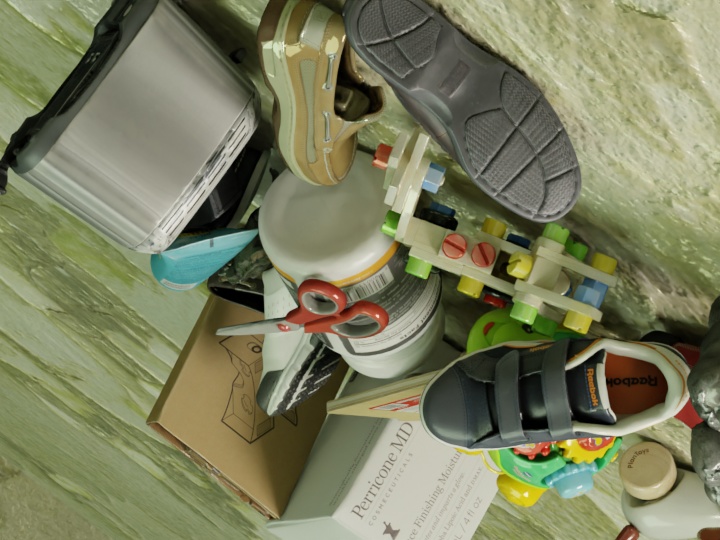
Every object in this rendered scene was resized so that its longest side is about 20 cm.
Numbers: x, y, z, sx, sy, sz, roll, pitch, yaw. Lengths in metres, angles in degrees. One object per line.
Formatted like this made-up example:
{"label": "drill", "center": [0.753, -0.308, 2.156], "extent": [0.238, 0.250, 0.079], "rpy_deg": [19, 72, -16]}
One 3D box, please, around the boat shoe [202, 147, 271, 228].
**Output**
{"label": "boat shoe", "center": [-0.125, -0.069, 1.744], "extent": [0.060, 0.076, 0.200], "rpy_deg": [29, 162, -9]}

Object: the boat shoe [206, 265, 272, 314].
{"label": "boat shoe", "center": [-0.050, 0.035, 1.894], "extent": [0.200, 0.073, 0.075], "rpy_deg": [25, 161, 20]}

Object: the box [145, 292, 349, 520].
{"label": "box", "center": [-0.099, 0.107, 1.960], "extent": [0.163, 0.200, 0.021], "rpy_deg": [41, 146, -25]}

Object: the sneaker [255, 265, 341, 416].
{"label": "sneaker", "center": [-0.053, 0.038, 1.820], "extent": [0.080, 0.074, 0.200], "rpy_deg": [35, 122, 21]}

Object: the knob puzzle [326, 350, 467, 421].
{"label": "knob puzzle", "center": [0.102, 0.096, 1.775], "extent": [0.220, 0.030, 0.220], "rpy_deg": [-5, 166, -1]}

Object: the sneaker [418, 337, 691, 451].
{"label": "sneaker", "center": [0.139, 0.086, 1.503], "extent": [0.200, 0.078, 0.079], "rpy_deg": [-10, 179, 4]}

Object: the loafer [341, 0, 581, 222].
{"label": "loafer", "center": [0.066, -0.113, 1.363], "extent": [0.200, 0.072, 0.063], "rpy_deg": [44, 179, -16]}

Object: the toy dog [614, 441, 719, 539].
{"label": "toy dog", "center": [0.295, 0.226, 1.805], "extent": [0.200, 0.096, 0.132], "rpy_deg": [11, 153, 47]}

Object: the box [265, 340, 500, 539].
{"label": "box", "center": [0.037, 0.185, 1.943], "extent": [0.131, 0.199, 0.200], "rpy_deg": [34, 162, -12]}

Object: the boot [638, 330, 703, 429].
{"label": "boot", "center": [0.284, 0.123, 1.605], "extent": [0.144, 0.072, 0.200], "rpy_deg": [15, 148, 42]}

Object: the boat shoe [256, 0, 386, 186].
{"label": "boat shoe", "center": [-0.019, -0.116, 1.472], "extent": [0.076, 0.072, 0.200], "rpy_deg": [13, 157, 16]}

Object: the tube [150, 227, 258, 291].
{"label": "tube", "center": [-0.135, -0.014, 1.698], "extent": [0.200, 0.077, 0.050], "rpy_deg": [162, 89, -77]}

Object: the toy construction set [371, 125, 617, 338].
{"label": "toy construction set", "center": [0.086, -0.018, 1.509], "extent": [0.200, 0.092, 0.131], "rpy_deg": [36, 179, 4]}

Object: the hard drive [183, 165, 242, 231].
{"label": "hard drive", "center": [-0.166, -0.097, 1.692], "extent": [0.200, 0.042, 0.135], "rpy_deg": [-5, 104, 59]}

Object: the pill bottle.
{"label": "pill bottle", "center": [0.000, 0.000, 1.657], "extent": [0.116, 0.116, 0.200], "rpy_deg": [22, 160, 26]}

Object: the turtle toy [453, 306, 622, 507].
{"label": "turtle toy", "center": [0.143, 0.097, 1.622], "extent": [0.200, 0.146, 0.101], "rpy_deg": [45, 166, -34]}

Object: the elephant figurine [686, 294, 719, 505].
{"label": "elephant figurine", "center": [0.324, 0.090, 1.378], "extent": [0.200, 0.155, 0.142], "rpy_deg": [-6, -177, 22]}

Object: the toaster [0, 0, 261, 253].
{"label": "toaster", "center": [-0.166, -0.100, 1.529], "extent": [0.129, 0.200, 0.114], "rpy_deg": [38, 171, -17]}

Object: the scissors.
{"label": "scissors", "center": [-0.047, 0.045, 1.628], "extent": [0.073, 0.014, 0.200], "rpy_deg": [28, 155, -19]}

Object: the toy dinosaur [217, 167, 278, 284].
{"label": "toy dinosaur", "center": [-0.077, -0.032, 1.718], "extent": [0.047, 0.088, 0.200], "rpy_deg": [28, 171, -7]}
